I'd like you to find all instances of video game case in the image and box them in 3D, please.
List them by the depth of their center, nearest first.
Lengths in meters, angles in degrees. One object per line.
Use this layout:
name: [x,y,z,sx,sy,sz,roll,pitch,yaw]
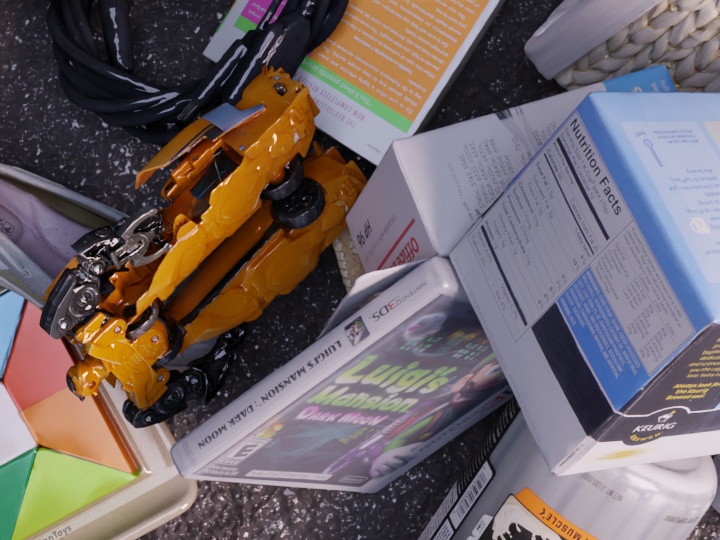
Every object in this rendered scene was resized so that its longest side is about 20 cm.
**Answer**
video game case: [0.022,0.062,1.166,0.182,0.200,0.023,-37,66,21]

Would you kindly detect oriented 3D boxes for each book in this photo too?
book: [0.017,-0.174,1.255,0.133,0.048,0.200,33,92,4]

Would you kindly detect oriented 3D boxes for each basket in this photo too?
basket: [0.203,-0.148,1.161,0.123,0.200,0.136,44,63,-4]

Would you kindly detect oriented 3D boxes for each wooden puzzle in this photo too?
wooden puzzle: [-0.219,0.090,1.273,0.184,0.037,0.201,-28,90,3]

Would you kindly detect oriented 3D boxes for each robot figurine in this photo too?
robot figurine: [-0.088,-0.009,1.183,0.200,0.145,0.058,-44,46,-9]

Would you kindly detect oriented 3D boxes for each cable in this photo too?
cable: [-0.088,-0.167,1.239,0.163,0.051,0.201,32,94,26]

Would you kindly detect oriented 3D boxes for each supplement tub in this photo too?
supplement tub: [0.097,0.159,1.209,0.122,0.123,0.200,32,110,1]

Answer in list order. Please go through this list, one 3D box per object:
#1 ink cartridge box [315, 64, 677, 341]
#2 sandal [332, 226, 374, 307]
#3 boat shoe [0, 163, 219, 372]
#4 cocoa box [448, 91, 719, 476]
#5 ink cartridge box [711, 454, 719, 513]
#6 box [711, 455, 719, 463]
ink cartridge box: [0.067,-0.034,1.143,0.199,0.116,0.068,-17,75,-18]
sandal: [0.000,0.001,1.244,0.069,0.078,0.212,29,97,-5]
boat shoe: [-0.152,-0.005,1.232,0.201,0.065,0.075,31,68,-15]
cocoa box: [0.172,0.003,1.049,0.131,0.199,0.134,-51,55,41]
ink cartridge box: [0.263,0.138,1.197,0.200,0.116,0.067,32,94,-16]
box: [0.162,0.016,1.258,0.199,0.039,0.137,31,93,1]
